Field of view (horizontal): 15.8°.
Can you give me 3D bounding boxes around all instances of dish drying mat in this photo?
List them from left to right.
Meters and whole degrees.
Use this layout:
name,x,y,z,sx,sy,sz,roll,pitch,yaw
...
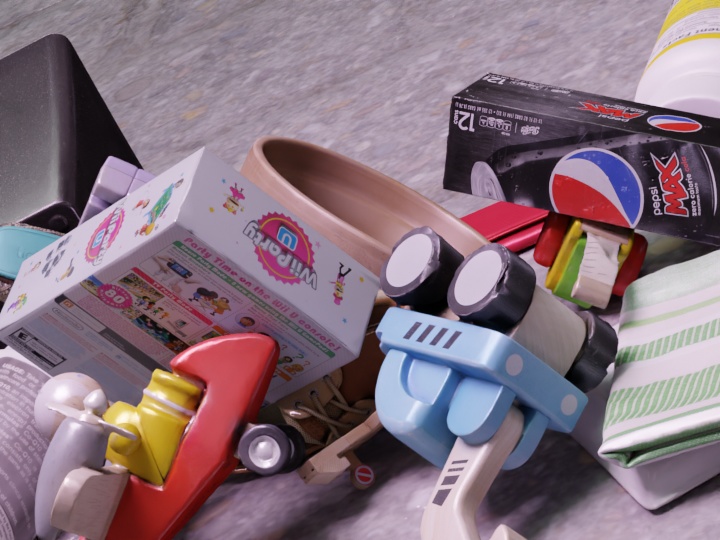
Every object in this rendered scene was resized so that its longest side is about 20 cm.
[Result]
name,x,y,z,sx,sy,sz,roll,pitch,yaw
dish drying mat,0.126,-0.043,1.806,0.200,0.018,0.077,-24,21,9

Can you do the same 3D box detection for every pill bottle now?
name,x,y,z,sx,sy,sz,roll,pitch,yaw
pill bottle,-0.244,0.125,1.738,0.114,0.114,0.200,-7,30,41
pill bottle,0.243,-0.119,1.709,0.114,0.114,0.200,-16,25,27

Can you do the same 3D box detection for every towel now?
name,x,y,z,sx,sy,sz,roll,pitch,yaw
towel,0.208,0.036,1.455,0.152,0.023,0.200,-20,24,21

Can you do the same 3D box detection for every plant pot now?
name,x,y,z,sx,sy,sz,roll,pitch,yaw
plant pot,-0.250,-0.015,1.885,0.199,0.200,0.177,-26,35,3
plant pot,0.000,0.000,1.698,0.093,0.201,0.201,-62,17,13

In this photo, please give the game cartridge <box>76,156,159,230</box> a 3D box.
name,x,y,z,sx,sy,sz,roll,pitch,yaw
game cartridge,-0.130,0.014,1.668,0.200,0.129,0.038,121,167,-51

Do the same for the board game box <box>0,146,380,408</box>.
name,x,y,z,sx,sy,sz,roll,pitch,yaw
board game box,-0.108,0.024,1.593,0.200,0.147,0.064,-28,34,44

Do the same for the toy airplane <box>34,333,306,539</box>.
name,x,y,z,sx,sy,sz,roll,pitch,yaw
toy airplane,-0.145,0.125,1.532,0.199,0.141,0.200,-41,-9,-42

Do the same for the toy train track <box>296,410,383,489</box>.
name,x,y,z,sx,sy,sz,roll,pitch,yaw
toy train track,0.047,0.083,1.596,0.200,0.033,0.115,-33,-8,-30

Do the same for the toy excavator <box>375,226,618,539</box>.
name,x,y,z,sx,sy,sz,roll,pitch,yaw
toy excavator,0.064,0.094,1.444,0.194,0.100,0.200,14,72,54

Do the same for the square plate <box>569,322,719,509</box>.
name,x,y,z,sx,sy,sz,roll,pitch,yaw
square plate,0.211,0.046,1.498,0.200,0.028,0.198,-30,21,-6

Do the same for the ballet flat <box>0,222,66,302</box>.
name,x,y,z,sx,sy,sz,roll,pitch,yaw
ballet flat,-0.164,0.013,1.764,0.200,0.075,0.068,11,67,3

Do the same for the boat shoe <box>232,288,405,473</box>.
name,x,y,z,sx,sy,sz,roll,pitch,yaw
boat shoe,-0.020,0.079,1.627,0.200,0.076,0.074,-31,27,40

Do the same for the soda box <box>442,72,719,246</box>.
name,x,y,z,sx,sy,sz,roll,pitch,yaw
soda box,0.156,-0.068,1.601,0.200,0.063,0.071,12,21,20

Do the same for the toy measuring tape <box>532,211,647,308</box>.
name,x,y,z,sx,sy,sz,roll,pitch,yaw
toy measuring tape,0.140,0.002,1.610,0.073,0.074,0.200,-21,17,15
